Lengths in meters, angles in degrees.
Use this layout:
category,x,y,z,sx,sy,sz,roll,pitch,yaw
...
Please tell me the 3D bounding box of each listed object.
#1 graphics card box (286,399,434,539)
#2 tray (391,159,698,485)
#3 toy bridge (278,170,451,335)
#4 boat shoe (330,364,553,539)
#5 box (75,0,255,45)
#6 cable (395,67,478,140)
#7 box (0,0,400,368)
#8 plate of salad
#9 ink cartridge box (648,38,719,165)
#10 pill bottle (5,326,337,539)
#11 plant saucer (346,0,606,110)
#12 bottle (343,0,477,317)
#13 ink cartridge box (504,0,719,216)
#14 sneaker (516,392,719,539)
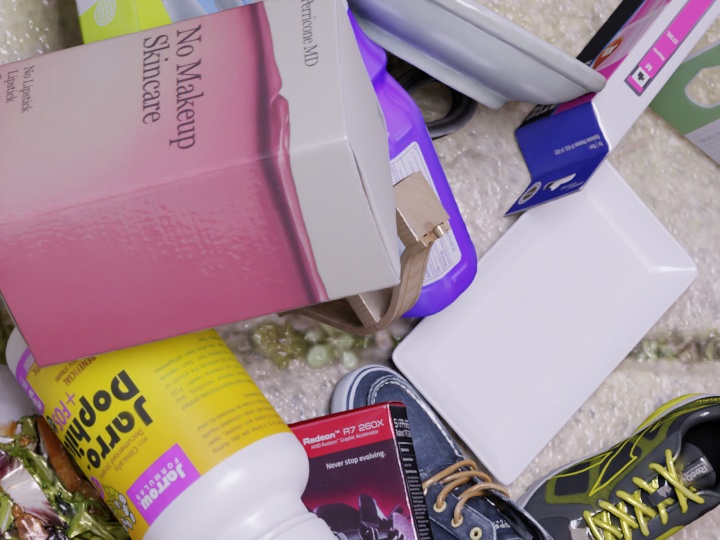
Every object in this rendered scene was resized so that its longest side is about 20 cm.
category,x,y,z,sx,sy,sz,roll,pitch,yaw
graphics card box,-0.016,0.183,1.583,0.125,0.051,0.202,-13,84,11
tray,0.111,0.027,1.721,0.107,0.022,0.200,48,65,-7
toy bridge,0.000,0.000,1.580,0.027,0.200,0.067,-35,95,-28
boat shoe,0.058,0.136,1.626,0.071,0.091,0.201,-21,82,-34
box,-0.112,-0.164,1.593,0.122,0.048,0.201,24,44,-47
cable,-0.012,-0.084,1.676,0.199,0.050,0.098,-2,77,-24
box,-0.089,-0.049,1.459,0.199,0.109,0.128,-14,43,8
plate of salad,-0.193,0.143,1.536,0.199,0.048,0.202,11,67,-26
ink cartridge box,0.281,-0.083,1.746,0.200,0.145,0.048,41,62,-13
pill bottle,-0.097,0.092,1.531,0.104,0.104,0.200,-30,71,-26
plant saucer,0.046,-0.140,1.651,0.199,0.200,0.050,28,95,-15
bottle,0.001,-0.069,1.623,0.065,0.083,0.201,-43,124,-33
ink cartridge box,0.157,-0.119,1.732,0.037,0.095,0.200,43,66,-14
sneaker,0.164,0.129,1.686,0.200,0.085,0.075,-38,94,-26
